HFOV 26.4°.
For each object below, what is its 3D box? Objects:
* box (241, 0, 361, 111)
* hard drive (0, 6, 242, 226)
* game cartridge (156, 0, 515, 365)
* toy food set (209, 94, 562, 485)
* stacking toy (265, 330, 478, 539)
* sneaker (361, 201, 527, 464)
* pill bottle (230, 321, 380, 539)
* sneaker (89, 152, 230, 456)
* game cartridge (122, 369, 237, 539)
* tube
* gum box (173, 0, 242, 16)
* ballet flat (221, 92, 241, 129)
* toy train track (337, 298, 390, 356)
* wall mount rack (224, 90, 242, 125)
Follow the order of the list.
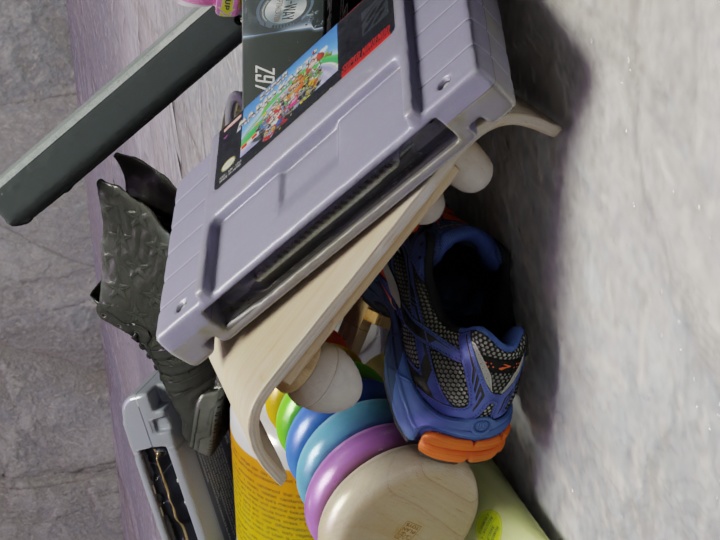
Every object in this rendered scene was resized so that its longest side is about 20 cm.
[{"bbox_3d":[-0.029,-0.110,0.851,0.161,0.043,0.201,-75,-10,-54],"label":"box"},{"bbox_3d":[-0.131,-0.108,0.929,0.033,0.200,0.140,49,-173,-9],"label":"hard drive"},{"bbox_3d":[-0.017,-0.058,0.700,0.200,0.038,0.130,-39,34,25],"label":"game cartridge"},{"bbox_3d":[0.000,-0.012,0.722,0.200,0.060,0.144,-51,27,7],"label":"toy food set"},{"bbox_3d":[-0.019,0.072,0.814,0.200,0.085,0.086,-128,31,-47],"label":"stacking toy"},{"bbox_3d":[0.040,-0.004,0.766,0.079,0.075,0.201,-63,38,41],"label":"sneaker"},{"bbox_3d":[-0.028,0.121,0.988,0.111,0.110,0.201,-121,26,-55],"label":"pill bottle"},{"bbox_3d":[-0.120,0.027,0.963,0.060,0.104,0.201,-60,-12,-45],"label":"sneaker"},{"bbox_3d":[-0.104,0.155,1.083,0.133,0.041,0.201,-45,-58,-64],"label":"game cartridge"},{"bbox_3d":[0.050,0.115,0.816,0.058,0.052,0.200,55,-179,-39],"label":"tube"},{"bbox_3d":[-0.066,-0.244,0.830,0.114,0.066,0.201,106,180,-54],"label":"gum box"},{"bbox_3d":[-0.082,-0.046,1.248,0.067,0.046,0.202,2,-97,-73],"label":"ballet flat"},{"bbox_3d":[0.000,0.000,0.922,0.200,0.032,0.115,26,94,62],"label":"toy train track"},{"bbox_3d":[-0.055,-0.031,1.095,0.174,0.074,0.202,-160,62,-70],"label":"wall mount rack"}]
